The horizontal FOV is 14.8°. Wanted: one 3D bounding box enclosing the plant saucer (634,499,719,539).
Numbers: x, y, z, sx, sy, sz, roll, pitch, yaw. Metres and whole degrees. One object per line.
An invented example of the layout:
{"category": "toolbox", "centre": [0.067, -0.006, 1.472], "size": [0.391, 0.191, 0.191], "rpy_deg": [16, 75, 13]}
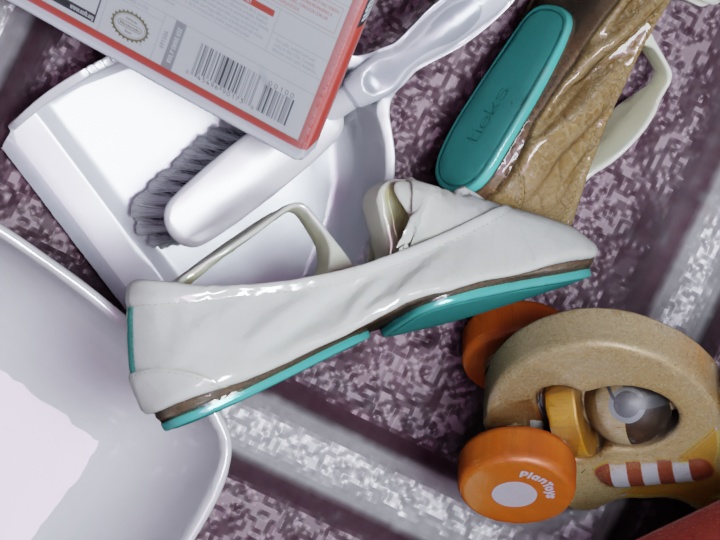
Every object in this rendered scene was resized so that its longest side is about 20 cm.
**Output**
{"category": "plant saucer", "centre": [0.179, 0.126, 1.103], "size": [0.199, 0.200, 0.037], "rpy_deg": [-25, 57, -4]}

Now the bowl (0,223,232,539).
{"category": "bowl", "centre": [-0.173, 0.077, 1.053], "size": [0.200, 0.075, 0.200], "rpy_deg": [38, 88, -15]}

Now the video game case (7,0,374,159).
{"category": "video game case", "centre": [-0.048, -0.153, 0.994], "size": [0.143, 0.017, 0.200], "rpy_deg": [29, 124, 9]}

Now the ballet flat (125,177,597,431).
{"category": "ballet flat", "centre": [0.000, 0.000, 1.045], "size": [0.199, 0.069, 0.070], "rpy_deg": [-19, 101, -26]}

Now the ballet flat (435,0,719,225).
{"category": "ballet flat", "centre": [0.102, -0.101, 1.106], "size": [0.072, 0.068, 0.201], "rpy_deg": [26, 91, -35]}

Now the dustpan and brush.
{"category": "dustpan and brush", "centre": [-0.020, -0.058, 1.079], "size": [0.200, 0.057, 0.140], "rpy_deg": [-38, 103, -6]}

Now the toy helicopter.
{"category": "toy helicopter", "centre": [0.139, 0.070, 1.110], "size": [0.132, 0.079, 0.200], "rpy_deg": [-30, 130, 35]}
